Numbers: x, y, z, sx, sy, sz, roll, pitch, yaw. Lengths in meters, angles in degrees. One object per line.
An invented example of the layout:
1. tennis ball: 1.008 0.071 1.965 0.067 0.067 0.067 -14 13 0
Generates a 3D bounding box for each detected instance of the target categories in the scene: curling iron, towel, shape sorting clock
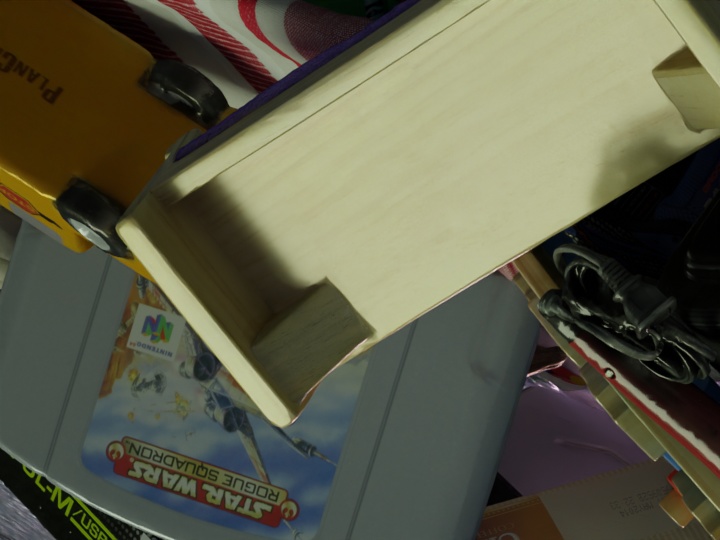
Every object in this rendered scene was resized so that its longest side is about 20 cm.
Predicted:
1. curling iron: 0.123 0.066 0.780 0.200 0.026 0.050 44 172 -12
2. towel: -0.039 -0.062 0.960 0.200 0.023 0.144 20 162 37
3. shape sorting clock: 0.112 0.064 0.894 0.200 0.039 0.200 46 -178 -2

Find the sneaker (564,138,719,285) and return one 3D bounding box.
1. sneaker: 0.128 -0.009 0.937 0.200 0.075 0.078 23 161 23

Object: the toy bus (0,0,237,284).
1. toy bus: -0.130 -0.068 0.967 0.200 0.065 0.078 33 167 7

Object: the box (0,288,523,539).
1. box: -0.053 0.073 1.150 0.193 0.048 0.200 -13 -133 -45

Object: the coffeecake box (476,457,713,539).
1. coffeecake box: 0.074 0.183 1.100 0.073 0.153 0.200 -118 19 -47

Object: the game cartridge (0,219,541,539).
1. game cartridge: -0.042 0.038 1.030 0.199 0.134 0.042 17 178 13

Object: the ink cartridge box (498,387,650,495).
1. ink cartridge box: 0.084 0.181 1.290 0.146 0.201 0.146 21 -156 36

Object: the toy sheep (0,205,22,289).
1. toy sheep: -0.145 -0.054 1.217 0.138 0.138 0.200 35 165 -13

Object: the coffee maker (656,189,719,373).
1. coffee maker: 0.184 0.041 0.806 0.200 0.135 0.192 46 140 -14

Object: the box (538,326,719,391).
1. box: 0.045 -0.022 1.121 0.200 0.041 0.156 36 165 -14

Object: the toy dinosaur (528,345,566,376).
1. toy dinosaur: 0.000 0.000 1.092 0.200 0.058 0.101 35 166 -15

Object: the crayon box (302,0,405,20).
1. crayon box: -0.069 -0.122 0.981 0.200 0.058 0.119 18 161 43

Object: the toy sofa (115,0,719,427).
1. toy sofa: 0.033 -0.047 0.818 0.200 0.098 0.083 -31 105 31
